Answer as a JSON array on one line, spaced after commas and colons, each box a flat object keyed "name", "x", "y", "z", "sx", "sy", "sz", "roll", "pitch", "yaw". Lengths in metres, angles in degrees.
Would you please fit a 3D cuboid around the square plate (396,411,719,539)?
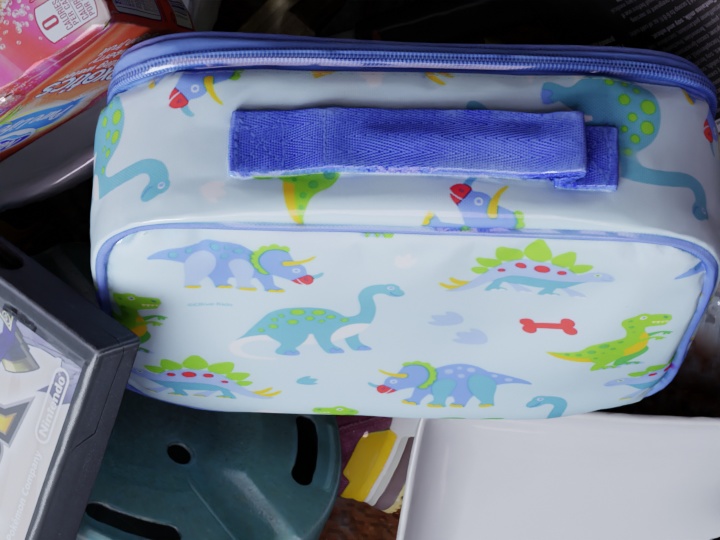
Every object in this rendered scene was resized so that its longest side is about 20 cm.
[{"name": "square plate", "x": 0.097, "y": 0.133, "z": 1.032, "sx": 0.196, "sy": 0.029, "sz": 0.201, "roll": 3, "pitch": 119, "yaw": -16}]

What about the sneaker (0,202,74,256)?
[{"name": "sneaker", "x": -0.212, "y": -0.006, "z": 1.000, "sx": 0.199, "sy": 0.078, "sz": 0.083, "roll": 24, "pitch": 119, "yaw": -5}]

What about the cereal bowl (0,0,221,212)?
[{"name": "cereal bowl", "x": -0.136, "y": -0.117, "z": 0.911, "sx": 0.198, "sy": 0.083, "sz": 0.202, "roll": 0, "pitch": 91, "yaw": 12}]

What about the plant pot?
[{"name": "plant pot", "x": -0.110, "y": 0.108, "z": 0.958, "sx": 0.199, "sy": 0.201, "sz": 0.197, "roll": 25, "pitch": 128, "yaw": -6}]

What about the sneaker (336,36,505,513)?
[{"name": "sneaker", "x": 0.000, "y": 0.000, "z": 0.977, "sx": 0.089, "sy": 0.075, "sz": 0.201, "roll": 14, "pitch": 117, "yaw": -6}]

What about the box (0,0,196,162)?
[{"name": "box", "x": -0.147, "y": -0.136, "z": 0.820, "sx": 0.095, "sy": 0.100, "sz": 0.201, "roll": -30, "pitch": 86, "yaw": 11}]

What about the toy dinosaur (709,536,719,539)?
[{"name": "toy dinosaur", "x": 0.191, "y": 0.151, "z": 0.965, "sx": 0.101, "sy": 0.137, "sz": 0.200, "roll": -10, "pitch": 166, "yaw": -26}]

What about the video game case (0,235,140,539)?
[{"name": "video game case", "x": -0.170, "y": 0.061, "z": 0.867, "sx": 0.180, "sy": 0.025, "sz": 0.201, "roll": 34, "pitch": 119, "yaw": 26}]

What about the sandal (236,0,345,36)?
[{"name": "sandal", "x": -0.001, "y": -0.146, "z": 0.900, "sx": 0.070, "sy": 0.078, "sz": 0.212, "roll": 44, "pitch": 111, "yaw": -4}]

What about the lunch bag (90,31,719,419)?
[{"name": "lunch bag", "x": 0.014, "y": -0.013, "z": 0.842, "sx": 0.198, "sy": 0.083, "sz": 0.161, "roll": 1, "pitch": 158, "yaw": -1}]

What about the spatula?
[{"name": "spatula", "x": -0.014, "y": -0.080, "z": 0.967, "sx": 0.198, "sy": 0.021, "sz": 0.057, "roll": -13, "pitch": 111, "yaw": 13}]

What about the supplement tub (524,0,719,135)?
[{"name": "supplement tub", "x": 0.146, "y": -0.076, "z": 0.891, "sx": 0.122, "sy": 0.123, "sz": 0.200, "roll": -34, "pitch": 109, "yaw": 22}]
